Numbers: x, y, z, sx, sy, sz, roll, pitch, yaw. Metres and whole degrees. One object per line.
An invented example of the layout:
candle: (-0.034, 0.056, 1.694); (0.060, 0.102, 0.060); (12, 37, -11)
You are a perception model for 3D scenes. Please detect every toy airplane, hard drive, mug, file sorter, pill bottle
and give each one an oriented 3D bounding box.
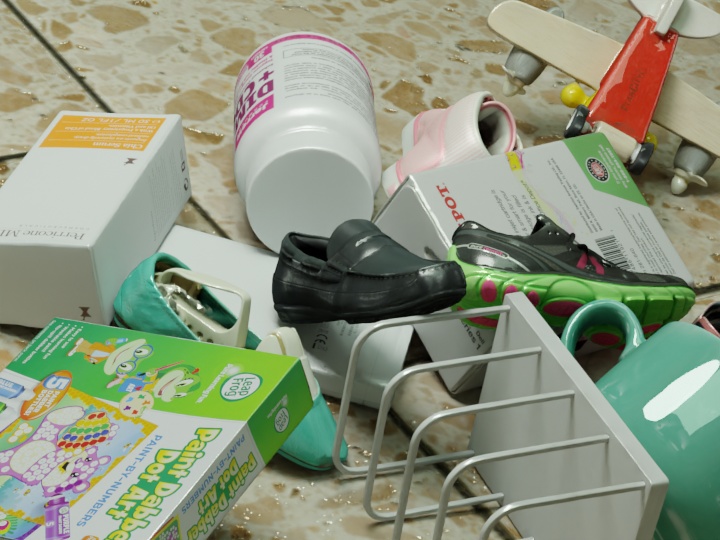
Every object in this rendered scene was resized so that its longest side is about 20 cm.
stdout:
toy airplane: (0.220, -0.151, 1.957); (0.199, 0.141, 0.200); (-16, 74, -19)
hard drive: (-0.062, 0.032, 1.685); (0.200, 0.027, 0.132); (16, 33, 3)
mug: (0.200, 0.121, 1.534); (0.114, 0.152, 0.185); (-38, 37, -14)
file sorter: (0.082, 0.133, 1.484); (0.124, 0.139, 0.200); (-7, 38, -25)
pill bottle: (-0.041, -0.096, 1.791); (0.113, 0.114, 0.200); (8, 28, -8)

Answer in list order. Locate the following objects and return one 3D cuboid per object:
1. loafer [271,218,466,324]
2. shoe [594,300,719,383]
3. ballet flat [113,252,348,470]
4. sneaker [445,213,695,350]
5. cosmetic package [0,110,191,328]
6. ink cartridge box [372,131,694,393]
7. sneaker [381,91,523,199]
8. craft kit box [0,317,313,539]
loafer: (0.000, 0.000, 1.586); (0.068, 0.071, 0.200); (-8, 4, -33)
shoe: (0.223, 0.075, 1.662); (0.200, 0.091, 0.071); (-8, 38, -29)
ballet flat: (-0.082, 0.055, 1.577); (0.200, 0.070, 0.067); (36, 29, 16)
sneaker: (0.149, 0.002, 1.617); (0.200, 0.077, 0.084); (11, 54, -29)
cosmetic package: (-0.201, -0.040, 1.681); (0.101, 0.071, 0.200); (3, 32, 14)
ink cartridge box: (0.124, -0.008, 1.716); (0.200, 0.084, 0.145); (-14, 66, -37)
sneaker: (0.085, -0.098, 1.830); (0.075, 0.105, 0.200); (53, 19, -7)
craft kit box: (-0.162, 0.114, 1.421); (0.197, 0.049, 0.200); (10, 41, 29)
